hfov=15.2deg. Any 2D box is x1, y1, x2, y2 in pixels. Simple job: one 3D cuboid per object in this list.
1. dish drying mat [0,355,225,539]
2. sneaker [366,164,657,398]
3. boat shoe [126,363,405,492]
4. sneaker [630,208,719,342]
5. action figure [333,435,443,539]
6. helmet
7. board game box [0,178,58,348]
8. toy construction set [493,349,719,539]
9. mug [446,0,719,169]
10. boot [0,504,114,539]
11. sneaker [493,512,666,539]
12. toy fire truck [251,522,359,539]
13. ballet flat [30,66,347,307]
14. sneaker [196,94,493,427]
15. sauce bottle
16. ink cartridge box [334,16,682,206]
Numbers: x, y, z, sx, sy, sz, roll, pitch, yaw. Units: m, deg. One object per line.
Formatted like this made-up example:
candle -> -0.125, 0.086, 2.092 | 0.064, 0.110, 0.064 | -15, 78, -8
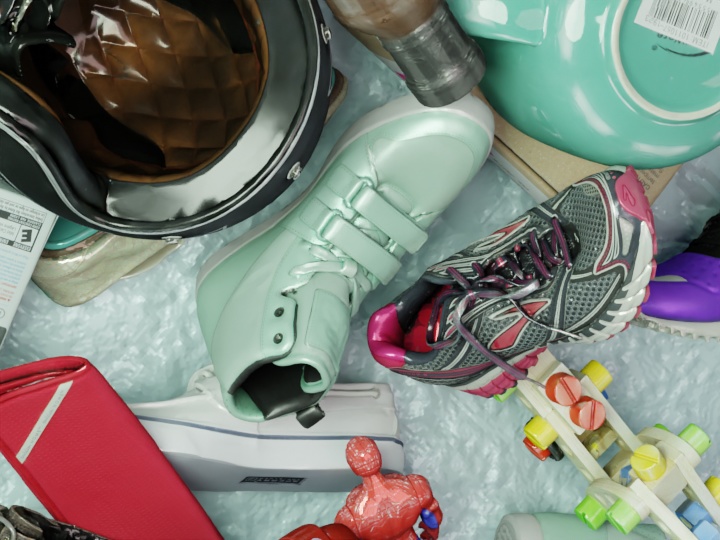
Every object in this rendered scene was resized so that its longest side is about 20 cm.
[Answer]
dish drying mat -> -0.135, 0.113, 1.421 | 0.077, 0.018, 0.200 | -16, 138, 13
sneaker -> 0.083, 0.011, 1.422 | 0.075, 0.200, 0.081 | 9, 56, -34
boat shoe -> -0.070, 0.083, 1.481 | 0.200, 0.074, 0.065 | 7, 68, -30
sneaker -> 0.229, -0.019, 1.580 | 0.200, 0.070, 0.100 | -9, 104, -29
action figure -> 0.020, 0.162, 1.506 | 0.065, 0.052, 0.200 | -22, 136, -7
helmet -> -0.112, -0.109, 1.332 | 0.191, 0.200, 0.200 | 35, 87, -38
board game box -> -0.260, 0.028, 1.371 | 0.147, 0.064, 0.200 | 20, 100, -25
toy construction set -> 0.129, 0.073, 1.520 | 0.092, 0.131, 0.200 | -31, 111, -15
mug -> 0.131, -0.122, 1.406 | 0.185, 0.114, 0.152 | -30, 111, -14
boot -> -0.217, 0.195, 1.417 | 0.200, 0.069, 0.174 | 14, 112, -35
sneaker -> 0.137, 0.242, 1.589 | 0.118, 0.074, 0.201 | 1, 98, -16
toy fire truck -> -0.020, 0.214, 1.459 | 0.129, 0.176, 0.200 | 49, 36, 13
ballet flat -> -0.093, -0.047, 1.450 | 0.200, 0.067, 0.062 | -29, 137, -10
sneaker -> 0.000, 0.000, 1.406 | 0.200, 0.118, 0.074 | -40, 126, 23
sauce bottle -> -0.003, -0.163, 1.304 | 0.065, 0.065, 0.200 | -43, 125, -9
ink cartridge box -> 0.112, -0.137, 1.498 | 0.200, 0.075, 0.165 | 41, 86, -25
